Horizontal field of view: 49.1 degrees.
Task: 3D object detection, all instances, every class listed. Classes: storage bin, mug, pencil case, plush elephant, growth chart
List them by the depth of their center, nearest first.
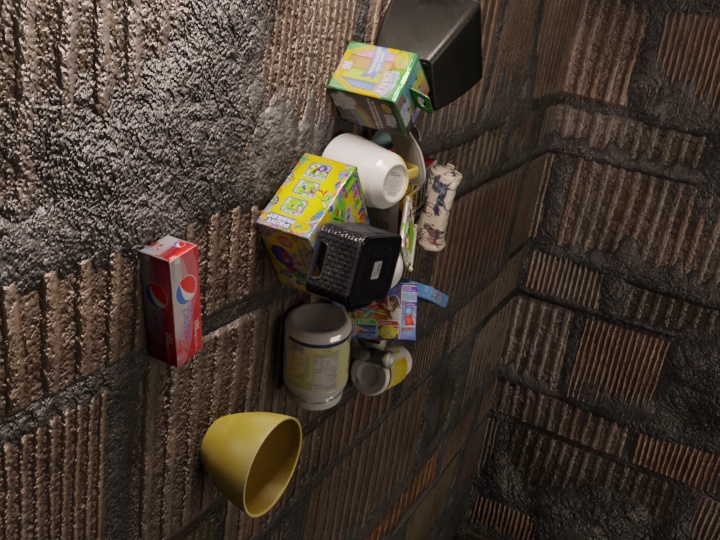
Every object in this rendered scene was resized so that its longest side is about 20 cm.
[{"bbox_3d":[-0.008,-0.015,1.518,0.200,0.094,0.136,-6,113,-64],"label":"storage bin"},{"bbox_3d":[0.029,-0.209,1.638,0.187,0.153,0.150,-47,136,-23],"label":"mug"},{"bbox_3d":[0.107,-0.084,1.759,0.200,0.018,0.145,63,32,-69],"label":"growth chart"},{"bbox_3d":[0.184,-0.151,1.866,0.089,0.078,0.201,-56,160,-69],"label":"pencil case"},{"bbox_3d":[0.004,0.129,1.896,0.165,0.200,0.155,-52,127,-42],"label":"plush elephant"}]

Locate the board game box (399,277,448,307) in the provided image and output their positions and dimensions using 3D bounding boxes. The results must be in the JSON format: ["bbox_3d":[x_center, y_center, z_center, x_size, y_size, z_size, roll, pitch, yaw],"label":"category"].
[{"bbox_3d":[0.108,0.041,1.988,0.151,0.199,0.037,26,82,-67],"label":"board game box"}]

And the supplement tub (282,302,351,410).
[{"bbox_3d":[-0.095,0.186,1.707,0.145,0.145,0.201,-40,141,-52],"label":"supplement tub"}]

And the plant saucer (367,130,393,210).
[{"bbox_3d":[0.030,-0.238,1.819,0.201,0.039,0.201,-47,147,-44],"label":"plant saucer"}]

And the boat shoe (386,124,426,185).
[{"bbox_3d":[0.103,-0.290,1.765,0.060,0.074,0.200,-32,96,-49],"label":"boat shoe"}]

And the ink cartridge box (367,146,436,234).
[{"bbox_3d":[0.099,-0.195,1.847,0.200,0.084,0.176,-45,146,-47],"label":"ink cartridge box"}]

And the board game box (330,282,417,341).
[{"bbox_3d":[0.030,0.091,1.815,0.034,0.199,0.136,107,-13,-78],"label":"board game box"}]

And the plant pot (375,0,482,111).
[{"bbox_3d":[0.136,-0.458,1.693,0.178,0.200,0.200,-57,153,-30],"label":"plant pot"}]

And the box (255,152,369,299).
[{"bbox_3d":[-0.085,-0.086,1.562,0.193,0.122,0.200,-59,154,-29],"label":"box"}]

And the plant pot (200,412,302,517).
[{"bbox_3d":[-0.226,0.358,1.539,0.200,0.142,0.201,-46,145,-46],"label":"plant pot"}]

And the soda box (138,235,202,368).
[{"bbox_3d":[-0.300,0.051,1.255,0.070,0.063,0.201,-42,142,-50],"label":"soda box"}]

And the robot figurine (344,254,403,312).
[{"bbox_3d":[-0.001,-0.002,1.711,0.125,0.200,0.151,-28,97,-46],"label":"robot figurine"}]

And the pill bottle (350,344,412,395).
[{"bbox_3d":[0.063,0.267,2.158,0.200,0.114,0.115,-10,116,-64],"label":"pill bottle"}]

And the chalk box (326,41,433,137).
[{"bbox_3d":[0.058,-0.362,1.585,0.124,0.200,0.124,-65,156,-17],"label":"chalk box"}]
